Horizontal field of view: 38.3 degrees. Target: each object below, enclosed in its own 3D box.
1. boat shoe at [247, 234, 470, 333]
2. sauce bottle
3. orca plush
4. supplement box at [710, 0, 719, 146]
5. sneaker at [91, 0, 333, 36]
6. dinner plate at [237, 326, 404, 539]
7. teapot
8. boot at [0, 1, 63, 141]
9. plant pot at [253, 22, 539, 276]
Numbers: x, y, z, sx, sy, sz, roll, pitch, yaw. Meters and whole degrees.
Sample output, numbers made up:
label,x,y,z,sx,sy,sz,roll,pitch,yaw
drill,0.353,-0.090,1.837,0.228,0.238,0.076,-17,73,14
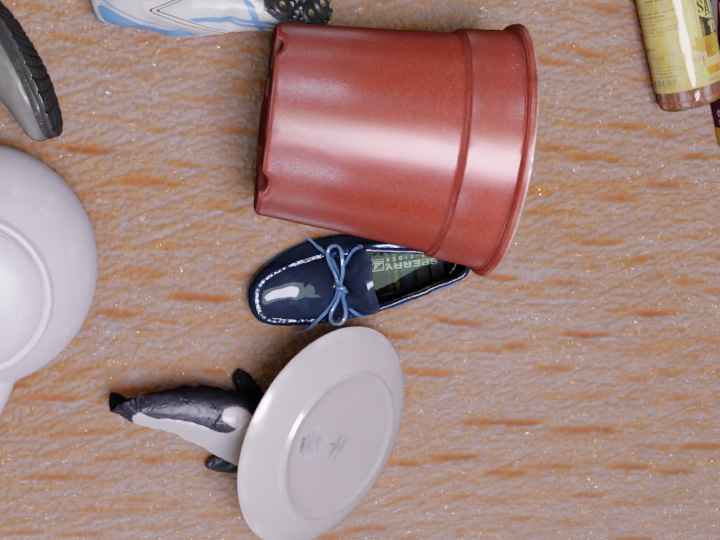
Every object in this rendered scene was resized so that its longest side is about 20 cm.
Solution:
label,x,y,z,sx,sy,sz,roll,pitch,yaw
boat shoe,0.000,0.000,0.893,0.197,0.069,0.085,-19,106,-11
sauce bottle,0.277,-0.246,0.923,0.065,0.066,0.203,-21,108,-11
orca plush,-0.118,0.123,0.902,0.197,0.072,0.106,13,142,-14
supplement box,0.421,-0.232,0.931,0.195,0.133,0.203,-20,106,-10
sneaker,-0.117,-0.218,0.826,0.197,0.072,0.073,0,73,-28
dinner plate,-0.023,0.146,0.887,0.199,0.024,0.203,-23,123,-40
teapot,-0.286,0.002,0.763,0.197,0.146,0.200,-44,112,2
boot,-0.323,-0.164,0.779,0.130,0.068,0.202,-30,103,0
plant pot,0.018,-0.108,0.822,0.192,0.201,0.204,7,99,-8
